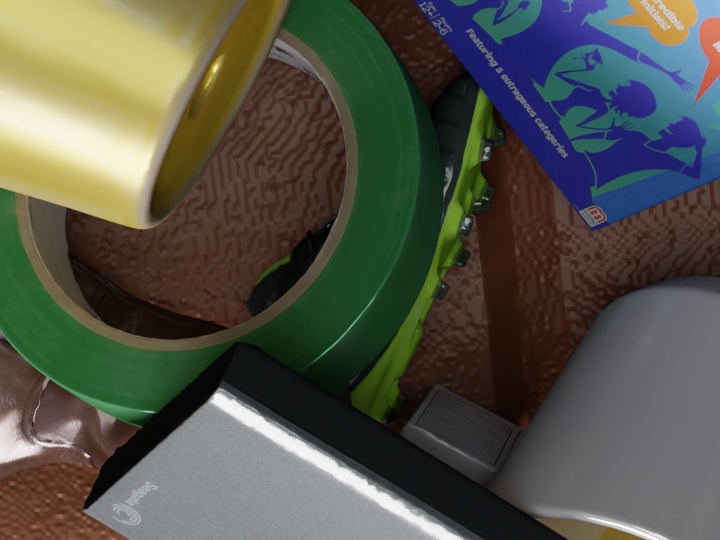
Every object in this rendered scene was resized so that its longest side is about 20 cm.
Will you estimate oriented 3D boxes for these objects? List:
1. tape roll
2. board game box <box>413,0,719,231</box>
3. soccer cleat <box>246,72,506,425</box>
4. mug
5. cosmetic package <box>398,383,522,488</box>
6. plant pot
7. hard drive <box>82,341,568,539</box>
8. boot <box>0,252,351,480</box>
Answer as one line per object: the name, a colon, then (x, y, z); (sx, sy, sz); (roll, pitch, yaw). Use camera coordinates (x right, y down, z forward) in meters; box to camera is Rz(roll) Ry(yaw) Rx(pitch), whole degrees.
tape roll: (-0.067, -0.033, 1.186); (0.200, 0.048, 0.201); (-4, 74, 14)
board game box: (0.133, -0.114, 1.147); (0.200, 0.045, 0.152); (-25, 114, 38)
soccer cleat: (0.000, 0.000, 1.231); (0.081, 0.068, 0.200); (24, 105, 7)
mug: (0.132, 0.096, 1.205); (0.149, 0.153, 0.187); (18, 146, 11)
cosmetic package: (0.002, 0.153, 1.256); (0.051, 0.083, 0.200); (28, 103, 6)
plant pot: (-0.135, -0.114, 1.110); (0.189, 0.201, 0.201); (29, 103, 5)
hard drive: (0.002, 0.113, 1.138); (0.200, 0.033, 0.140); (32, 145, -12)
boot: (-0.109, 0.095, 1.233); (0.200, 0.064, 0.186); (23, 102, 14)
